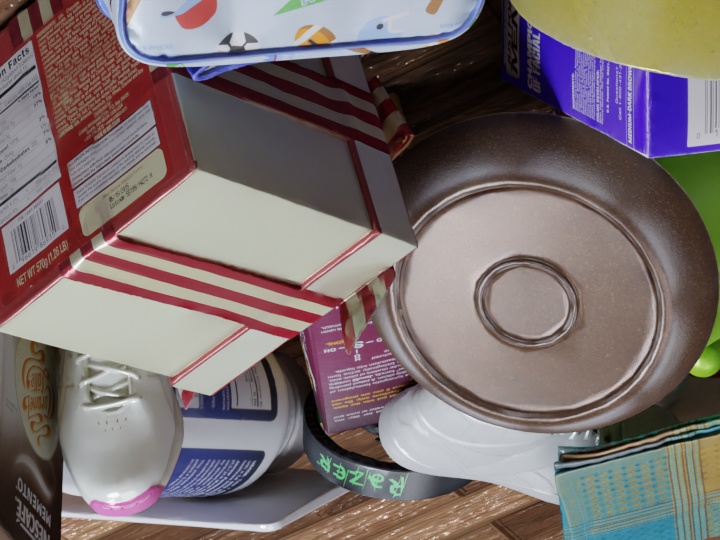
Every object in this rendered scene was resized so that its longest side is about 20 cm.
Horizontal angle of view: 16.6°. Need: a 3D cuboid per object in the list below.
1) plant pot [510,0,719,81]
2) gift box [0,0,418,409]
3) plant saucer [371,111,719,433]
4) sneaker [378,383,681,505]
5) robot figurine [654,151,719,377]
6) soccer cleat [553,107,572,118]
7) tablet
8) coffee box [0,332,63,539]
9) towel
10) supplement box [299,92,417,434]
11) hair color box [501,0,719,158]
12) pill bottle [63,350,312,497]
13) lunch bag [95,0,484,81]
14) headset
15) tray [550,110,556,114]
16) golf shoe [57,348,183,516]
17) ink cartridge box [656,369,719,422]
[{"bbox_3d":[0.175,-0.195,1.189,0.199,0.200,0.143,-7,120,-17],"label":"plant pot"},{"bbox_3d":[-0.090,-0.037,1.289,0.184,0.201,0.186,-31,149,33],"label":"gift box"},{"bbox_3d":[0.092,0.011,1.329,0.199,0.032,0.201,7,123,11],"label":"plant saucer"},{"bbox_3d":[0.124,0.090,1.472,0.199,0.074,0.116,5,158,-21],"label":"sneaker"},{"bbox_3d":[0.186,-0.020,1.396,0.199,0.116,0.176,-32,131,-5],"label":"robot figurine"},{"bbox_3d":[0.203,-0.090,1.484,0.199,0.077,0.067,9,111,-15],"label":"soccer cleat"},{"bbox_3d":[-0.113,0.145,1.622,0.199,0.014,0.130,1,-170,27],"label":"tablet"},{"bbox_3d":[-0.218,0.073,1.388,0.079,0.201,0.114,-7,152,10],"label":"coffee box"},{"bbox_3d":[0.214,0.123,1.486,0.199,0.022,0.147,-14,148,-1],"label":"towel"},{"bbox_3d":[0.000,0.000,1.477,0.085,0.111,0.200,-13,150,-4],"label":"supplement box"},{"bbox_3d":[0.157,-0.114,1.291,0.109,0.200,0.065,-7,106,-17],"label":"hair color box"},{"bbox_3d":[-0.115,0.086,1.547,0.111,0.112,0.200,-33,159,26],"label":"pill bottle"},{"bbox_3d":[-0.035,-0.171,1.158,0.199,0.076,0.161,-5,121,-18],"label":"lunch bag"},{"bbox_3d":[0.041,0.093,1.605,0.123,0.200,0.094,17,127,22],"label":"headset"},{"bbox_3d":[0.121,-0.010,1.551,0.107,0.022,0.200,31,137,-5],"label":"tray"},{"bbox_3d":[-0.144,0.041,1.392,0.075,0.201,0.092,-11,144,6],"label":"golf shoe"},{"bbox_3d":[0.209,0.035,1.604,0.082,0.147,0.200,-4,147,-19],"label":"ink cartridge box"}]
